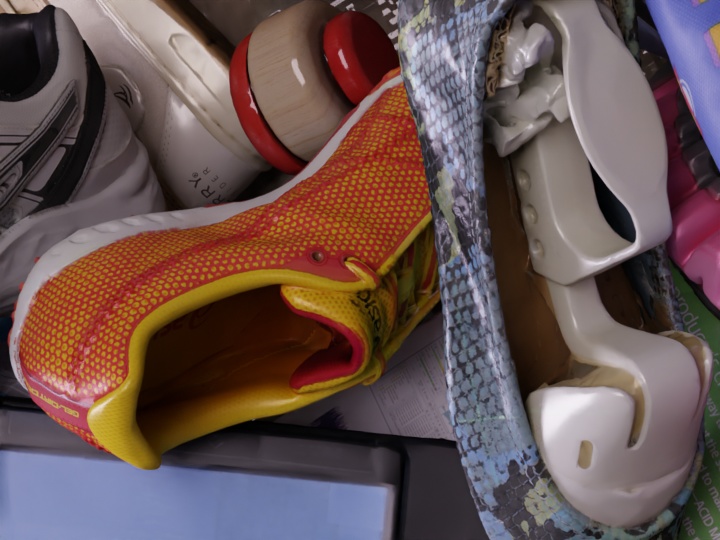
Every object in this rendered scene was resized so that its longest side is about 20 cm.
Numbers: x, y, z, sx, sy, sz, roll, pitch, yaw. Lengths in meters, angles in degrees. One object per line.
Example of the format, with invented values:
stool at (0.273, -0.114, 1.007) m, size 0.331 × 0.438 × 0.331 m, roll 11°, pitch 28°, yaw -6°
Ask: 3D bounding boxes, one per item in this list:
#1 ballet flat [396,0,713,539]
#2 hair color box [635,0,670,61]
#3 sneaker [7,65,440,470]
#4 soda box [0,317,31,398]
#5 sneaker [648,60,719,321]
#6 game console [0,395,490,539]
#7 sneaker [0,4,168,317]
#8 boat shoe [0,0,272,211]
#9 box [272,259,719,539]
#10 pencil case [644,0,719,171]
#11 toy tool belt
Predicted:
ballet flat at (0.056, 0.005, 0.681) m, size 0.074 × 0.074 × 0.201 m, roll -8°, pitch 108°, yaw 25°
hair color box at (0.106, -0.167, 0.732) m, size 0.201 × 0.099 × 0.061 m, roll -57°, pitch 33°, yaw 0°
sneaker at (0.000, 0.000, 0.748) m, size 0.199 × 0.073 × 0.077 m, roll -31°, pitch 43°, yaw -24°
soda box at (-0.138, 0.085, 0.796) m, size 0.200 × 0.064 × 0.068 m, roll -41°, pitch 24°, yaw -10°
sneaker at (0.133, 0.013, 0.719) m, size 0.079 × 0.096 × 0.201 m, roll -28°, pitch 44°, yaw 7°
game console at (-0.054, 0.121, 0.692) m, size 0.198 × 0.116 × 0.177 m, roll 6°, pitch 83°, yaw 0°
sneaker at (-0.138, -0.011, 0.737) m, size 0.075 × 0.200 × 0.088 m, roll -5°, pitch 111°, yaw 37°
boat shoe at (-0.106, -0.087, 0.858) m, size 0.069 × 0.074 × 0.200 m, roll -47°, pitch 65°, yaw 5°
box at (0.040, 0.087, 0.776) m, size 0.199 × 0.036 × 0.145 m, roll -34°, pitch 68°, yaw 19°
pencil case at (0.119, -0.054, 0.630) m, size 0.086 × 0.078 × 0.201 m, roll -30°, pitch 62°, yaw 20°
toy tool belt at (0.003, -0.141, 0.787) m, size 0.122 × 0.125 × 0.202 m, roll -23°, pitch 72°, yaw 30°
